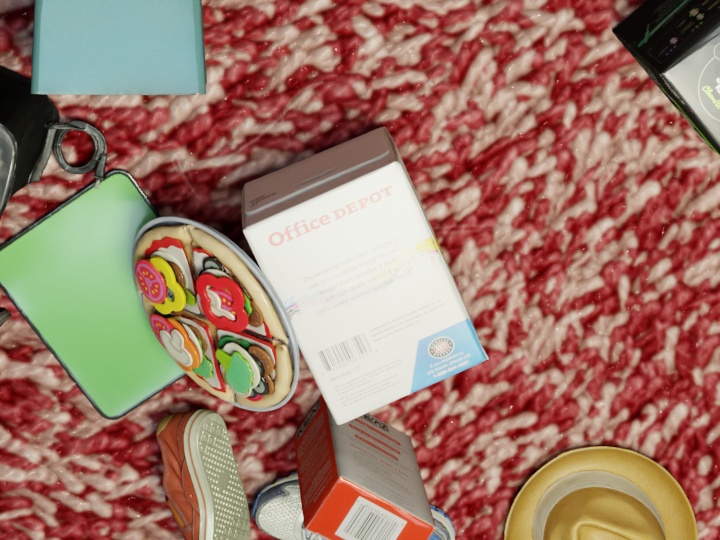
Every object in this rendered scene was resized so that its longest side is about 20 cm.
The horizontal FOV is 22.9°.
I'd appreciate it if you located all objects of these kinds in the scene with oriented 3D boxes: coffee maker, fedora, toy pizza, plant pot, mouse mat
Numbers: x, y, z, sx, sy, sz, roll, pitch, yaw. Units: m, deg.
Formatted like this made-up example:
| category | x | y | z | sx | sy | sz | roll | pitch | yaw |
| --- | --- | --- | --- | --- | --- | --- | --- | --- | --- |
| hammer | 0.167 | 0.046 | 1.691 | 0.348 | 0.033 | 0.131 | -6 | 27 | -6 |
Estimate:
| category | x | y | z | sx | sy | sz | roll | pitch | yaw |
| --- | --- | --- | --- | --- | --- | --- | --- | --- | --- |
| coffee maker | -0.318 | -0.103 | 1.480 | 0.192 | 0.200 | 0.135 | -3 | 108 | -2 |
| fedora | 0.236 | 0.269 | 1.704 | 0.201 | 0.082 | 0.201 | -1 | 107 | -4 |
| toy pizza | -0.135 | 0.044 | 1.556 | 0.032 | 0.200 | 0.200 | -38 | 112 | -36 |
| plant pot | -0.201 | -0.251 | 1.482 | 0.141 | 0.141 | 0.200 | -1 | 100 | -4 |
| mouse mat | -0.225 | 0.025 | 1.632 | 0.161 | 0.008 | 0.200 | -33 | 106 | 6 |

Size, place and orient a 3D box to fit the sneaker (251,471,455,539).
| category | x | y | z | sx | sy | sz | roll | pitch | yaw |
| --- | --- | --- | --- | --- | --- | --- | --- | --- | --- |
| sneaker | -0.003 | 0.244 | 1.677 | 0.200 | 0.085 | 0.077 | 10 | 106 | -7 |

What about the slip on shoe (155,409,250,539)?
| category | x | y | z | sx | sy | sz | roll | pitch | yaw |
| --- | --- | --- | --- | --- | --- | --- | --- | --- | --- |
| slip on shoe | -0.150 | 0.219 | 1.675 | 0.061 | 0.074 | 0.200 | 6 | 118 | 30 |

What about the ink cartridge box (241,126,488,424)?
| category | x | y | z | sx | sy | sz | roll | pitch | yaw |
| --- | --- | --- | --- | --- | --- | --- | --- | --- | --- |
| ink cartridge box | 0.000 | 0.000 | 1.568 | 0.147 | 0.145 | 0.200 | -23 | 108 | 2 |

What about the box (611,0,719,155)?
| category | x | y | z | sx | sy | sz | roll | pitch | yaw |
| --- | --- | --- | --- | --- | --- | --- | --- | --- | --- |
| box | 0.322 | -0.174 | 1.510 | 0.124 | 0.200 | 0.149 | -41 | 106 | 8 |

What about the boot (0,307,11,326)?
| category | x | y | z | sx | sy | sz | roll | pitch | yaw |
| --- | --- | --- | --- | --- | --- | --- | --- | --- | --- |
| boot | -0.391 | -0.007 | 1.517 | 0.069 | 0.200 | 0.174 | -45 | 113 | -10 |

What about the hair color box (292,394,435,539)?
| category | x | y | z | sx | sy | sz | roll | pitch | yaw |
| --- | --- | --- | --- | --- | --- | --- | --- | --- | --- |
| hair color box | 0.000 | 0.189 | 1.599 | 0.101 | 0.200 | 0.061 | 30 | 103 | -13 |
